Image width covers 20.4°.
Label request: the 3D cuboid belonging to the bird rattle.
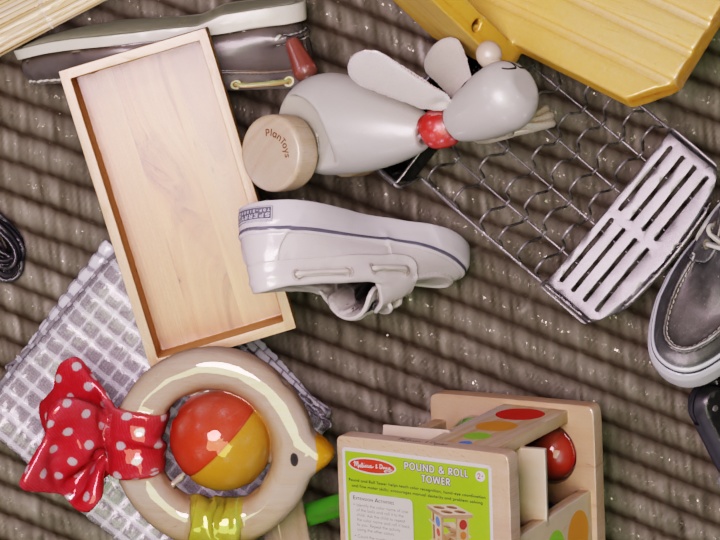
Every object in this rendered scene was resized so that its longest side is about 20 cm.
[{"bbox_3d":[-0.110,0.119,1.285,0.163,0.113,0.200,-43,85,8],"label":"bird rattle"}]

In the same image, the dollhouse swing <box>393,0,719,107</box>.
[{"bbox_3d":[0.125,-0.228,1.228,0.182,0.176,0.201,36,85,-45],"label":"dollhouse swing"}]

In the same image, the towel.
[{"bbox_3d":[-0.143,0.097,1.369,0.200,0.086,0.166,40,98,-4],"label":"towel"}]

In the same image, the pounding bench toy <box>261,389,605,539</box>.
[{"bbox_3d":[0.048,0.154,1.344,0.199,0.156,0.125,3,102,31],"label":"pounding bench toy"}]

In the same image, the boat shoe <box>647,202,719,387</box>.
[{"bbox_3d":[0.247,-0.020,1.298,0.072,0.071,0.200,29,80,23],"label":"boat shoe"}]

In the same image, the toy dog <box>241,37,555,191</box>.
[{"bbox_3d":[0.016,-0.114,1.254,0.199,0.132,0.097,-13,91,17],"label":"toy dog"}]

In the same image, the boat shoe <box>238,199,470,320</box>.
[{"bbox_3d":[0.000,0.000,1.300,0.072,0.200,0.066,-10,76,36],"label":"boat shoe"}]

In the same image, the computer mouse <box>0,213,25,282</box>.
[{"bbox_3d":[-0.344,-0.014,1.380,0.199,0.046,0.141,-28,98,7],"label":"computer mouse"}]

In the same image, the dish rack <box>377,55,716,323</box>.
[{"bbox_3d":[0.127,-0.070,1.324,0.200,0.055,0.154,41,99,12],"label":"dish rack"}]

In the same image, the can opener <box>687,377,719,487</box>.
[{"bbox_3d":[0.285,0.156,1.370,0.063,0.079,0.201,-28,106,-1],"label":"can opener"}]

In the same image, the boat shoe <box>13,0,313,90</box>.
[{"bbox_3d":[-0.131,-0.138,1.335,0.200,0.072,0.061,-7,106,9],"label":"boat shoe"}]

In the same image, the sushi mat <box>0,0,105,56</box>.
[{"bbox_3d":[-0.184,-0.221,1.336,0.199,0.012,0.096,-27,68,7],"label":"sushi mat"}]

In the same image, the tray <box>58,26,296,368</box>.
[{"bbox_3d":[-0.117,-0.047,1.296,0.098,0.037,0.201,-16,98,1],"label":"tray"}]
